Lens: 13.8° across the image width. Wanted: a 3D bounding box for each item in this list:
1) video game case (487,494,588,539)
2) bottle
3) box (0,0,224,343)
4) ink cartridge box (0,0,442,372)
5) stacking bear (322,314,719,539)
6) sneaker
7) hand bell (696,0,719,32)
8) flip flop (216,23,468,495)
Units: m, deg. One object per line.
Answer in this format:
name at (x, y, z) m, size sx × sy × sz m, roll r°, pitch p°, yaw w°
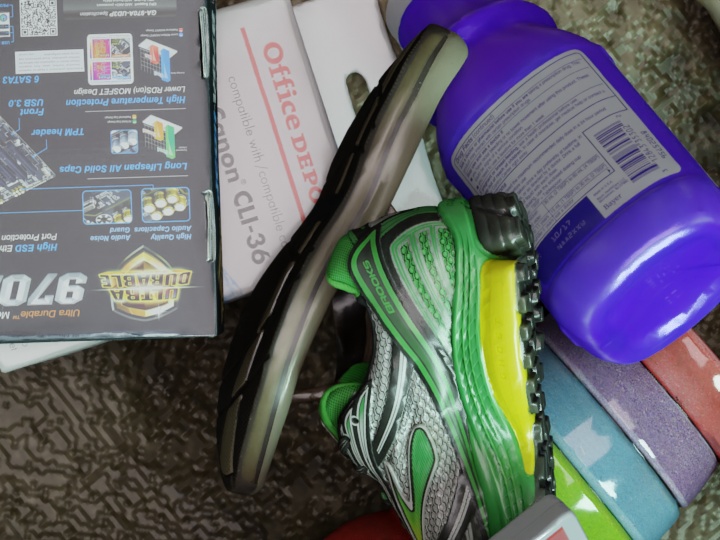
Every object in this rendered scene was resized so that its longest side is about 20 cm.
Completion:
video game case at (0.055, 0.194, 1.107) m, size 0.143 × 0.017 × 0.200 m, roll -37°, pitch 128°, yaw -11°
bottle at (0.074, -0.052, 1.191) m, size 0.083 × 0.065 × 0.200 m, roll -41°, pitch 49°, yaw 6°
box at (-0.154, -0.050, 1.162) m, size 0.199 × 0.046 × 0.160 m, roll -2°, pitch 90°, yaw 0°
ink cartridge box at (-0.070, -0.043, 1.225) m, size 0.199 × 0.067 × 0.117 m, roll -18°, pitch 90°, yaw -6°
stacking bear at (0.060, 0.094, 1.218) m, size 0.200 × 0.114 × 0.122 m, roll -41°, pitch 92°, yaw -1°
sneaker at (0.031, 0.071, 1.124) m, size 0.085 × 0.078 × 0.201 m, roll -4°, pitch 100°, yaw 9°
hand bell at (0.182, -0.025, 1.220) m, size 0.104 × 0.104 × 0.201 m, roll 3°, pitch 82°, yaw -5°
flip flop at (0.000, 0.000, 1.164) m, size 0.057 × 0.081 × 0.200 m, roll 29°, pitch 83°, yaw -12°
